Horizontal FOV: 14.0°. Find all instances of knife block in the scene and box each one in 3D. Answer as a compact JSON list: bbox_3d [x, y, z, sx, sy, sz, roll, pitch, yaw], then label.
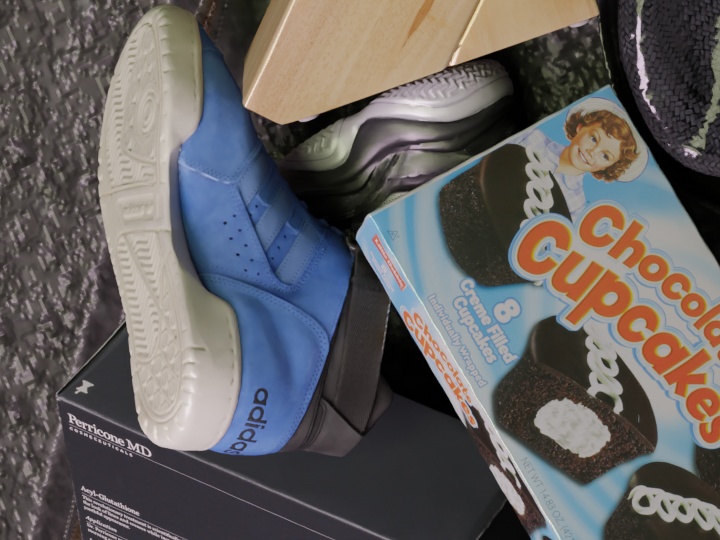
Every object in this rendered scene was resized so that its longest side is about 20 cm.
[{"bbox_3d":[0.022,-0.171,1.151,0.199,0.064,0.176,-19,109,6],"label":"knife block"}]

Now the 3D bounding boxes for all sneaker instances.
[{"bbox_3d":[0.000,0.000,1.253,0.200,0.075,0.114,-31,84,29],"label":"sneaker"},{"bbox_3d":[-0.040,-0.014,1.198,0.077,0.111,0.201,-50,42,45],"label":"sneaker"}]

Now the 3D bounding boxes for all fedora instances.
[{"bbox_3d":[0.158,-0.107,1.127,0.200,0.091,0.202,8,106,28],"label":"fedora"}]

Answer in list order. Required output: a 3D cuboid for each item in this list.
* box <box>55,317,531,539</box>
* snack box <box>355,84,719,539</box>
[{"bbox_3d":[-0.024,0.113,1.266,0.199,0.079,0.142,22,142,23],"label":"box"},{"bbox_3d":[0.098,0.041,1.147,0.201,0.116,0.037,59,164,7],"label":"snack box"}]
